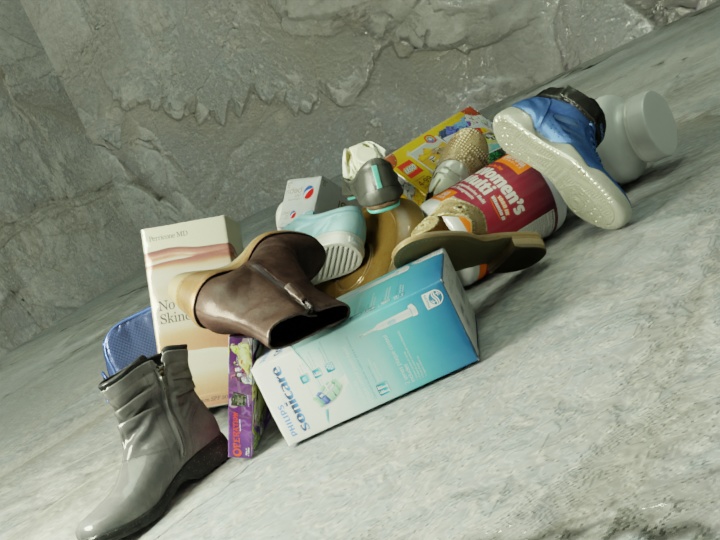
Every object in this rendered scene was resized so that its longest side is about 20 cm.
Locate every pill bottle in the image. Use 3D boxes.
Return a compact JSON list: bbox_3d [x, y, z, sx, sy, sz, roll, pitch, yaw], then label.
[{"bbox_3d":[0.172,-0.074,1.337,0.198,0.111,0.109,-31,10,-20],"label":"pill bottle"},{"bbox_3d":[0.290,-0.153,1.429,0.198,0.112,0.111,-19,12,41],"label":"pill bottle"}]

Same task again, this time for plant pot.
[{"bbox_3d":[0.000,0.000,1.321,0.199,0.027,0.202,-38,36,34],"label":"plant pot"}]

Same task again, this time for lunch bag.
[{"bbox_3d":[-0.217,0.104,1.365,0.198,0.137,0.132,-26,-1,-12],"label":"lunch bag"}]

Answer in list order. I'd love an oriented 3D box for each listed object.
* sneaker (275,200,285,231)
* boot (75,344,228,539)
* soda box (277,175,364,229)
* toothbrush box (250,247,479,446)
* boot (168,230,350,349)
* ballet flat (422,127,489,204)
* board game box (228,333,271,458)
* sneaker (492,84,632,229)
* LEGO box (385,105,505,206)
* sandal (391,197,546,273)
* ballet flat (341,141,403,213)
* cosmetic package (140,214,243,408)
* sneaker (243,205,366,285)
[{"bbox_3d":[-0.051,-0.055,1.590,0.075,0.199,0.089,-36,45,19],"label":"sneaker"},{"bbox_3d":[-0.217,0.161,1.075,0.069,0.133,0.200,-18,12,37],"label":"boot"},{"bbox_3d":[-0.016,-0.054,1.504,0.063,0.069,0.199,-3,-22,42],"label":"soda box"},{"bbox_3d":[0.008,0.069,1.091,0.198,0.086,0.147,-25,10,9],"label":"toothbrush box"},{"bbox_3d":[-0.066,0.023,1.086,0.165,0.074,0.198,19,27,41],"label":"boot"},{"bbox_3d":[0.104,-0.075,1.395,0.070,0.203,0.065,24,24,20],"label":"ballet flat"},{"bbox_3d":[-0.103,0.097,1.161,0.032,0.122,0.200,-1,12,6],"label":"board game box"},{"bbox_3d":[0.251,-0.136,1.270,0.110,0.077,0.200,-32,54,-21],"label":"sneaker"},{"bbox_3d":[0.134,-0.119,1.536,0.199,0.148,0.078,-35,-27,-38],"label":"LEGO box"},{"bbox_3d":[0.104,-0.041,1.199,0.209,0.070,0.078,1,-33,-38],"label":"sandal"},{"bbox_3d":[0.012,-0.114,1.330,0.067,0.069,0.200,-19,11,-7],"label":"ballet flat"},{"bbox_3d":[-0.173,0.049,1.259,0.102,0.203,0.087,-11,-5,3],"label":"cosmetic package"},{"bbox_3d":[-0.074,-0.026,1.350,0.197,0.074,0.083,-11,45,28],"label":"sneaker"}]
